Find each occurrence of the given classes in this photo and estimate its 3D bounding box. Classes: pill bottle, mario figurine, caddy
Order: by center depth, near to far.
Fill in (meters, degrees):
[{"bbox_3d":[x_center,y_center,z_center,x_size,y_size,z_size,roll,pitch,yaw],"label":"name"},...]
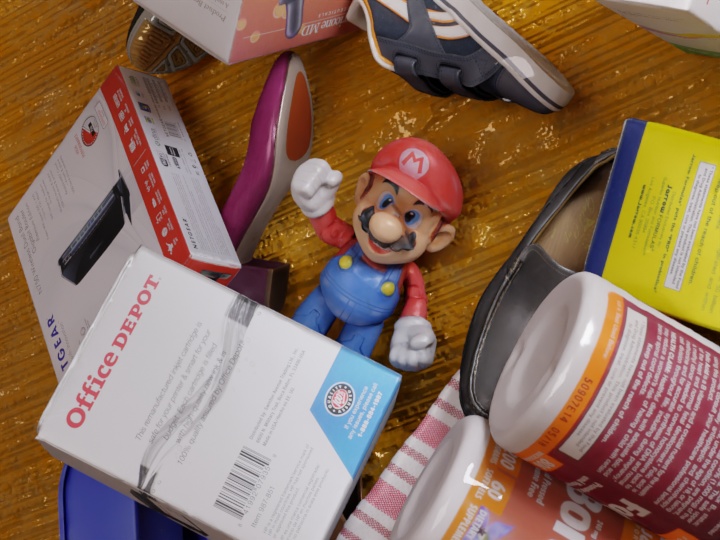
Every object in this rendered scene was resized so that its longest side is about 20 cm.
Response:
[{"bbox_3d":[0.185,0.096,0.965,0.199,0.114,0.115,30,104,-9],"label":"pill bottle"},{"bbox_3d":[0.124,0.183,1.005,0.199,0.112,0.113,30,103,-4],"label":"pill bottle"},{"bbox_3d":[0.000,0.000,1.142,0.201,0.123,0.106,-62,33,18],"label":"mario figurine"},{"bbox_3d":[-0.148,0.201,1.191,0.104,0.141,0.202,-24,62,37],"label":"caddy"}]

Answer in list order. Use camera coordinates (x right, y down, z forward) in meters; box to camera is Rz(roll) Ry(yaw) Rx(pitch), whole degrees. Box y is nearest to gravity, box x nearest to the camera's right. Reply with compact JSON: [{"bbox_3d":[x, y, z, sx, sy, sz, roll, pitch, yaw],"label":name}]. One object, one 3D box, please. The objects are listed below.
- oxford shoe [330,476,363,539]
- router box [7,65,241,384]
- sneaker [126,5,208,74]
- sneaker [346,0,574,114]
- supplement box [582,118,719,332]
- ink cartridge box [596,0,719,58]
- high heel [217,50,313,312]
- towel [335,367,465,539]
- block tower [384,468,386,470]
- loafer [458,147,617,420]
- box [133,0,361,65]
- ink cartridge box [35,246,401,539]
[{"bbox_3d":[-0.033,0.205,1.172,0.071,0.071,0.202,4,86,27],"label":"oxford shoe"},{"bbox_3d":[-0.186,-0.022,1.263,0.180,0.049,0.201,-48,49,29],"label":"router box"},{"bbox_3d":[-0.125,-0.247,1.281,0.088,0.075,0.201,38,96,36],"label":"sneaker"},{"bbox_3d":[0.065,-0.151,1.140,0.080,0.078,0.200,-52,51,12],"label":"sneaker"},{"bbox_3d":[0.252,-0.011,0.986,0.199,0.108,0.111,19,95,32],"label":"supplement box"},{"bbox_3d":[0.201,-0.201,0.983,0.067,0.199,0.118,16,94,32],"label":"ink cartridge box"},{"bbox_3d":[-0.094,-0.068,1.234,0.095,0.067,0.202,11,95,22],"label":"high heel"},{"bbox_3d":[0.083,0.160,1.083,0.146,0.030,0.201,36,95,3],"label":"towel"},{"bbox_3d":[0.021,0.240,1.141,0.057,0.054,0.202,20,97,31],"label":"block tower"},{"bbox_3d":[0.119,0.008,1.044,0.072,0.072,0.201,24,73,6],"label":"loafer"},{"bbox_3d":[-0.056,-0.266,1.147,0.106,0.152,0.201,35,127,27],"label":"box"},{"bbox_3d":[-0.092,0.098,1.099,0.199,0.084,0.146,26,74,5],"label":"ink cartridge box"}]
